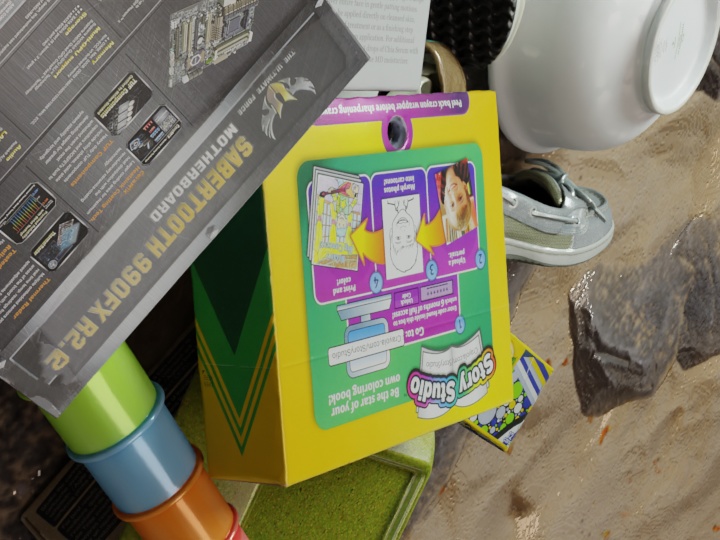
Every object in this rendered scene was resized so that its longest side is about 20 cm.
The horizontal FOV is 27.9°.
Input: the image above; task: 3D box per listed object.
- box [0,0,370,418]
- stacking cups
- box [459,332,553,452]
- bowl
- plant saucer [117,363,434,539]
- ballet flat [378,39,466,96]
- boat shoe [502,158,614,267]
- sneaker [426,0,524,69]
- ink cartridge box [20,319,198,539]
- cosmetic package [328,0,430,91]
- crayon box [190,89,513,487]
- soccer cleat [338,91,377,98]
[{"bbox_3d":[-0.108,-0.065,0.552,0.200,0.048,0.158,-49,135,-5],"label":"box"},{"bbox_3d":[-0.110,0.086,0.681,0.060,0.060,0.202,-40,120,-25],"label":"stacking cups"},{"bbox_3d":[0.049,0.048,0.958,0.071,0.064,0.200,-58,141,-5],"label":"box"},{"bbox_3d":[0.175,-0.161,0.947,0.200,0.090,0.203,-33,135,-41],"label":"bowl"},{"bbox_3d":[-0.042,0.150,0.809,0.199,0.048,0.202,25,91,-50],"label":"plant saucer"},{"bbox_3d":[0.014,-0.044,0.842,0.072,0.067,0.203,45,63,-73],"label":"ballet flat"},{"bbox_3d":[0.103,-0.046,0.962,0.200,0.074,0.066,0,115,-40],"label":"boat shoe"},{"bbox_3d":[0.083,-0.218,0.849,0.093,0.070,0.202,-43,143,-42],"label":"sneaker"},{"bbox_3d":[-0.081,0.148,0.860,0.165,0.075,0.201,-48,138,-17],"label":"ink cartridge box"},{"bbox_3d":[-0.013,-0.190,0.690,0.101,0.071,0.203,-8,109,-55],"label":"cosmetic package"},{"bbox_3d":[0.000,0.000,0.735,0.199,0.058,0.175,-11,100,-51],"label":"crayon box"},{"bbox_3d":[-0.028,-0.091,0.810,0.202,0.069,0.086,-62,162,-6],"label":"soccer cleat"}]
